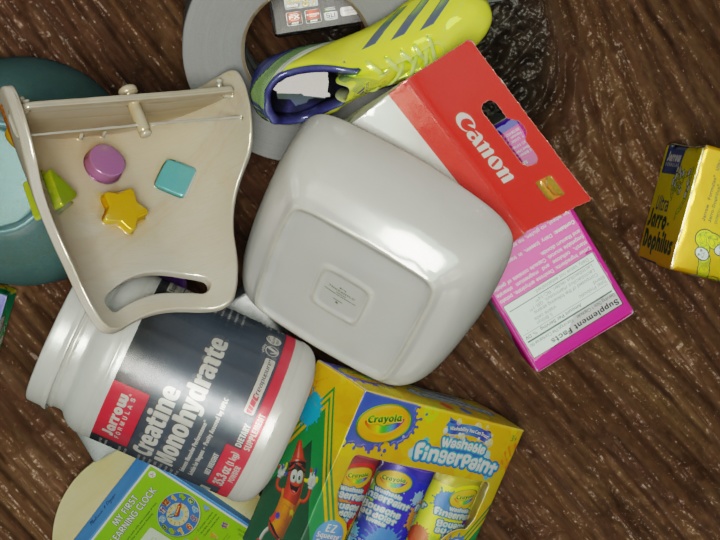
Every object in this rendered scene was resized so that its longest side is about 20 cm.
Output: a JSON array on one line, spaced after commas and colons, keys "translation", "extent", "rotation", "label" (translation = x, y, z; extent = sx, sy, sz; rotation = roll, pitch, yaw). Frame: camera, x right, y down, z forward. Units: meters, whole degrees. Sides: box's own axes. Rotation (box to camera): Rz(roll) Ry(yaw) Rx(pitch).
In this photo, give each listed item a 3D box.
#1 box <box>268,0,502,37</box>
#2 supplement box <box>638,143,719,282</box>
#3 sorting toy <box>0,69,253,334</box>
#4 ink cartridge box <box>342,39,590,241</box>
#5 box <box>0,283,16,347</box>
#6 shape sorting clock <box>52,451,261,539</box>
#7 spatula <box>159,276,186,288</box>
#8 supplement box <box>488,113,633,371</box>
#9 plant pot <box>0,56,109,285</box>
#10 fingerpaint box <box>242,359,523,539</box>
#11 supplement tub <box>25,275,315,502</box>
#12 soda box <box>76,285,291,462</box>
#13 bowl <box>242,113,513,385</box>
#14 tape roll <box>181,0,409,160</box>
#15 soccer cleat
[{"translation": [0.013, -0.293, 1.144], "extent": [0.200, 0.048, 0.159], "rotation": [-8, 97, -2], "label": "box"}, {"translation": [0.362, -0.035, 1.162], "extent": [0.200, 0.109, 0.110], "rotation": [14, 95, -4], "label": "supplement box"}, {"translation": [-0.171, -0.047, 1.009], "extent": [0.200, 0.107, 0.180], "rotation": [-11, 78, -39], "label": "sorting toy"}, {"translation": [0.054, -0.066, 1.049], "extent": [0.200, 0.050, 0.161], "rotation": [-27, 109, 43], "label": "ink cartridge box"}, {"translation": [-0.414, 0.043, 1.162], "extent": [0.200, 0.048, 0.117], "rotation": [16, 95, -3], "label": "box"}, {"translation": [-0.176, 0.245, 1.199], "extent": [0.200, 0.039, 0.200], "rotation": [-1, 107, -3], "label": "shape sorting clock"}, {"translation": [-0.168, -0.057, 1.173], "extent": [0.056, 0.021, 0.200], "rotation": [9, 92, 21], "label": "spatula"}, {"translation": [0.135, -0.027, 1.154], "extent": [0.103, 0.101, 0.200], "rotation": [-30, 98, 1], "label": "supplement box"}, {"translation": [-0.290, -0.080, 1.109], "extent": [0.200, 0.135, 0.200], "rotation": [0, 96, -3], "label": "plant pot"}, {"translation": [0.024, 0.181, 1.136], "extent": [0.200, 0.073, 0.167], "rotation": [20, 96, -41], "label": "fingerpaint box"}, {"translation": [-0.149, 0.087, 1.068], "extent": [0.200, 0.140, 0.140], "rotation": [24, 95, -6], "label": "supplement tub"}, {"translation": [-0.160, 0.086, 1.170], "extent": [0.200, 0.063, 0.068], "rotation": [-29, 98, 1], "label": "soda box"}, {"translation": [0.000, 0.000, 1.053], "extent": [0.200, 0.075, 0.200], "rotation": [30, 135, 3], "label": "bowl"}, {"translation": [-0.046, -0.192, 1.097], "extent": [0.200, 0.066, 0.200], "rotation": [-3, 120, -6], "label": "tape roll"}, {"translation": [0.011, -0.159, 1.036], "extent": [0.200, 0.084, 0.065], "rotation": [-19, 119, 4], "label": "soccer cleat"}]
